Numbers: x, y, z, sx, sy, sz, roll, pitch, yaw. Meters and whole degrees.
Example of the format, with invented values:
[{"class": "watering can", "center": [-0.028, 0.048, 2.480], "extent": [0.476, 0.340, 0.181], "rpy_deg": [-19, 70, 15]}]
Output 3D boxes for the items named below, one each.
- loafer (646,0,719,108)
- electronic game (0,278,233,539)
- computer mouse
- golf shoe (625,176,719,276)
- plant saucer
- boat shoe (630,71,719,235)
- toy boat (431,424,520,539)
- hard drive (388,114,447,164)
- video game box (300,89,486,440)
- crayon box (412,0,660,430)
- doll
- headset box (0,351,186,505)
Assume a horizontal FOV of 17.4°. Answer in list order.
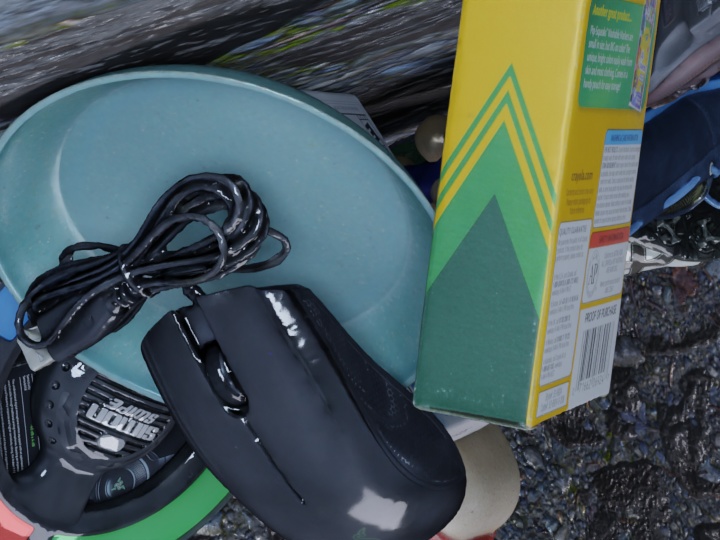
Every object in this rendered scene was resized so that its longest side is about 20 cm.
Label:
[{"class": "loafer", "center": [0.147, -0.107, 0.995], "extent": [0.063, 0.072, 0.200], "rpy_deg": [9, 165, -18]}, {"class": "electronic game", "center": [-0.115, 0.057, 1.093], "extent": [0.199, 0.201, 0.042], "rpy_deg": [-16, -147, -32]}, {"class": "computer mouse", "center": [-0.040, 0.060, 0.958], "extent": [0.138, 0.200, 0.053], "rpy_deg": [-30, -152, 36]}, {"class": "golf shoe", "center": [0.128, -0.027, 1.309], "extent": [0.199, 0.078, 0.094], "rpy_deg": [-1, 161, -40]}, {"class": "plant saucer", "center": [-0.055, -0.016, 0.956], "extent": [0.199, 0.200, 0.036], "rpy_deg": [-19, -142, 33]}, {"class": "boat shoe", "center": [0.132, -0.056, 1.111], "extent": [0.084, 0.069, 0.200], "rpy_deg": [9, -157, 40]}, {"class": "toy boat", "center": [-0.017, 0.077, 1.225], "extent": [0.130, 0.201, 0.130], "rpy_deg": [-36, 166, 17]}, {"class": "hard drive", "center": [0.016, -0.014, 1.398], "extent": [0.139, 0.038, 0.200], "rpy_deg": [-23, -151, 38]}, {"class": "video game box", "center": [0.000, 0.000, 1.109], "extent": [0.047, 0.183, 0.200], "rpy_deg": [-36, 172, 16]}, {"class": "crayon box", "center": [0.073, -0.047, 0.921], "extent": [0.051, 0.201, 0.126], "rpy_deg": [10, -174, 19]}, {"class": "doll", "center": [0.075, -0.080, 1.216], "extent": [0.136, 0.048, 0.200], "rpy_deg": [-47, -175, -30]}, {"class": "headset box", "center": [-0.193, 0.053, 1.183], "extent": [0.199, 0.093, 0.174], "rpy_deg": [-17, -152, -30]}]
